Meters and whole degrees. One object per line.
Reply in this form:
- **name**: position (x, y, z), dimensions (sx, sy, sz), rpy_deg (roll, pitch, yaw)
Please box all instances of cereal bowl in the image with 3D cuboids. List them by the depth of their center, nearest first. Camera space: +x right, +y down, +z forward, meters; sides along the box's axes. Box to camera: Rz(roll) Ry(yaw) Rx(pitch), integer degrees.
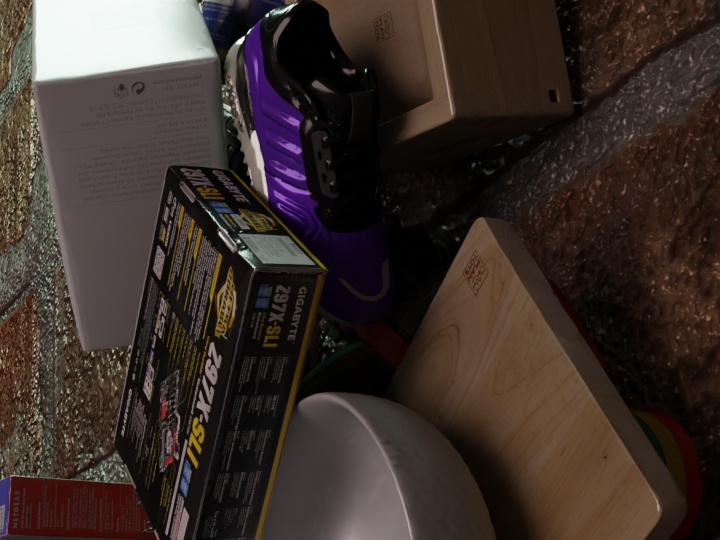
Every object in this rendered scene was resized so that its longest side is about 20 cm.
- **cereal bowl**: position (0.014, 0.166, 0.600), dimensions (0.199, 0.082, 0.204), rpy_deg (-7, 82, 61)

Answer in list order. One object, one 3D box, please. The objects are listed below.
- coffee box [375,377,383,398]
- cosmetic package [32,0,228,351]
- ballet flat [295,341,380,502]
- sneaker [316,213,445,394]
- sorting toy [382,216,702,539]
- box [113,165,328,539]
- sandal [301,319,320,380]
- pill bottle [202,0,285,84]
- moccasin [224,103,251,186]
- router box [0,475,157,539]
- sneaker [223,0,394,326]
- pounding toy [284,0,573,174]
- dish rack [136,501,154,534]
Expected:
- **coffee box**: position (0.006, 0.183, 0.765), dimensions (0.123, 0.043, 0.202), rpy_deg (-51, 44, 37)
- **cosmetic package**: position (-0.163, -0.085, 0.822), dimensions (0.200, 0.121, 0.203), rpy_deg (-116, 19, -57)
- **ballet flat**: position (-0.040, 0.122, 0.722), dimensions (0.200, 0.068, 0.069), rpy_deg (-43, 71, 38)
- **sneaker**: position (0.000, 0.000, 0.789), dimensions (0.098, 0.071, 0.200), rpy_deg (-45, 39, -3)
- **sorting toy**: position (0.091, 0.113, 0.622), dimensions (0.202, 0.069, 0.200), rpy_deg (-64, 36, 35)
- **box**: position (-0.091, 0.058, 0.674), dimensions (0.160, 0.049, 0.203), rpy_deg (41, 122, 53)
- **sandal**: position (-0.069, 0.065, 0.885), dimensions (0.077, 0.069, 0.215), rpy_deg (28, 104, 55)
- **pill bottle**: position (-0.064, -0.244, 0.926), dimensions (0.111, 0.111, 0.203), rpy_deg (26, 102, 55)
- **moccasin**: position (-0.083, -0.084, 0.953), dimensions (0.074, 0.077, 0.201), rpy_deg (-61, 32, 0)
- **router box**: position (-0.270, 0.234, 1.037), dimensions (0.199, 0.177, 0.050), rpy_deg (-28, 58, 49)
- **sneaker**: position (-0.020, -0.069, 0.677), dimensions (0.099, 0.069, 0.203), rpy_deg (-31, 78, 52)
- **pounding toy**: position (0.039, -0.168, 0.759), dimensions (0.199, 0.141, 0.187), rpy_deg (-16, 83, 55)
- **dish rack**: position (-0.146, 0.151, 0.876), dimensions (0.154, 0.054, 0.203), rpy_deg (125, 134, -57)
